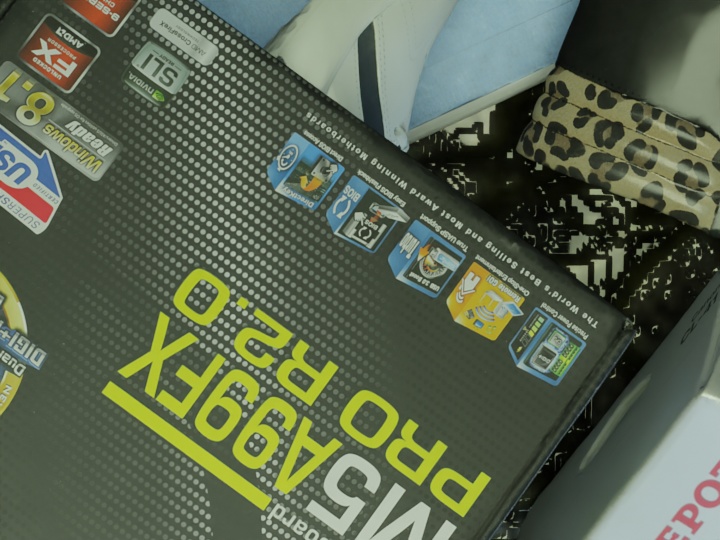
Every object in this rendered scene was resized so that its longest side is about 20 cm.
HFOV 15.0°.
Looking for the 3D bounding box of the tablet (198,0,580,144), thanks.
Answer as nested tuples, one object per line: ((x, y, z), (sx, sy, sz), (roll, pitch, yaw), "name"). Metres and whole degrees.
((-0.017, -0.097, 0.879), (0.200, 0.014, 0.130), (-25, 95, 3), "tablet")

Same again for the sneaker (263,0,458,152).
((0.000, 0.000, 0.834), (0.130, 0.079, 0.199), (39, 71, -7), "sneaker")

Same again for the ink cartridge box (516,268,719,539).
((0.158, 0.110, 0.839), (0.200, 0.086, 0.148), (30, 126, -4), "ink cartridge box")

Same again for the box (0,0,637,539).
((-0.049, 0.023, 0.764), (0.200, 0.044, 0.160), (37, 81, 1), "box")

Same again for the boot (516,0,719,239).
((0.155, -0.075, 0.847), (0.200, 0.073, 0.151), (20, 97, -8), "boot")
